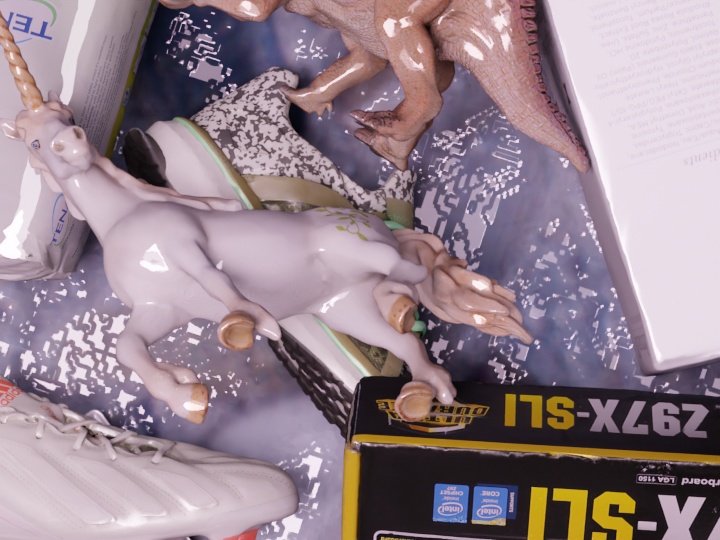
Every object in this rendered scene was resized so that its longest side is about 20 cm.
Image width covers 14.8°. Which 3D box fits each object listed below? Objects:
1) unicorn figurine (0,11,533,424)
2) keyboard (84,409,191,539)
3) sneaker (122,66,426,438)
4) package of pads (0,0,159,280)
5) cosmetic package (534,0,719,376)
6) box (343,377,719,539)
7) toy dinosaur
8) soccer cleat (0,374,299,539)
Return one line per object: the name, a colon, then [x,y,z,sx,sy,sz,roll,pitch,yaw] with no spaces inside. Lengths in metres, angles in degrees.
unicorn figurine: [-0.047,-0.005,0.993,0.200,0.137,0.074,18,113,-31]
keyboard: [-0.070,0.152,1.101,0.056,0.011,0.200,-35,86,0]
sneaker: [0.000,0.000,1.080,0.089,0.077,0.200,-41,90,-12]
package of pads: [-0.186,-0.090,1.076,0.200,0.068,0.155,16,87,12]
cosmetic package: [0.113,-0.063,1.060,0.074,0.102,0.200,-16,86,2]
box: [0.092,0.123,1.033,0.199,0.049,0.160,4,119,2]
toy dinosaur: [0.016,-0.120,1.034,0.200,0.086,0.136,33,87,28]
soccer cleat: [-0.123,0.076,1.071,0.199,0.069,0.078,-2,87,10]
